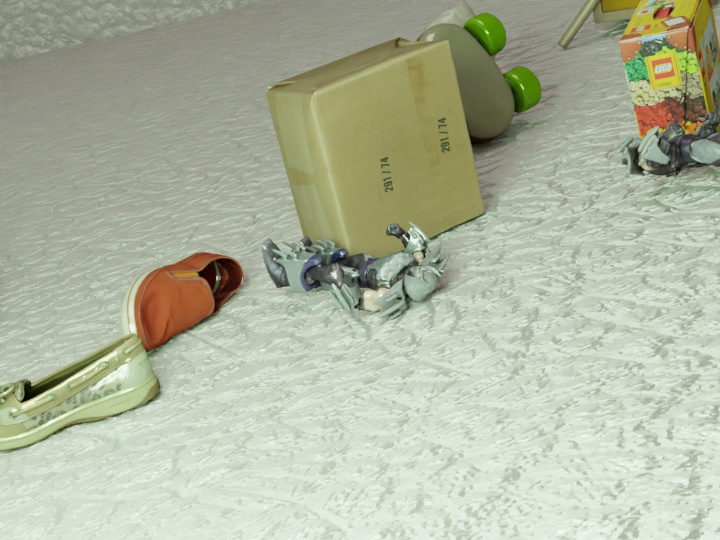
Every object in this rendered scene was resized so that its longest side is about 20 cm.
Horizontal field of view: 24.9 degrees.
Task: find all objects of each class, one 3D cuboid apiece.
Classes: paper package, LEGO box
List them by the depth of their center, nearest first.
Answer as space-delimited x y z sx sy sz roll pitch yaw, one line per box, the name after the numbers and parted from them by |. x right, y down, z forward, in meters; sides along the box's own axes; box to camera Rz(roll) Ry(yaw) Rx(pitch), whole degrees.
0.019 -0.125 1.720 0.190 0.201 0.103 -24 20 -26 | paper package
0.345 -0.211 1.768 0.077 0.150 0.200 -9 19 21 | LEGO box

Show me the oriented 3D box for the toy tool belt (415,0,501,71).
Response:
0.126 -0.270 2.213 0.125 0.123 0.200 -41 -3 -19 | toy tool belt

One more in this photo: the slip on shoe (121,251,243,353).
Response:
-0.182 0.028 1.657 0.061 0.074 0.200 -4 17 26 | slip on shoe

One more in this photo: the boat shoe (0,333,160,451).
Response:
-0.288 0.113 1.502 0.199 0.063 0.073 -18 19 -4 | boat shoe

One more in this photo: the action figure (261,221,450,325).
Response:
0.000 0.000 1.582 0.199 0.070 0.130 5 23 42 | action figure

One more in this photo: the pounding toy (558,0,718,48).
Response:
0.395 -0.432 2.371 0.199 0.185 0.142 -3 10 36 | pounding toy

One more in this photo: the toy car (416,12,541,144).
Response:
0.099 -0.208 2.068 0.164 0.158 0.200 -30 -5 -31 | toy car

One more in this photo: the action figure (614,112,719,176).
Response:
0.342 -0.122 1.606 0.199 0.070 0.130 3 19 36 | action figure
